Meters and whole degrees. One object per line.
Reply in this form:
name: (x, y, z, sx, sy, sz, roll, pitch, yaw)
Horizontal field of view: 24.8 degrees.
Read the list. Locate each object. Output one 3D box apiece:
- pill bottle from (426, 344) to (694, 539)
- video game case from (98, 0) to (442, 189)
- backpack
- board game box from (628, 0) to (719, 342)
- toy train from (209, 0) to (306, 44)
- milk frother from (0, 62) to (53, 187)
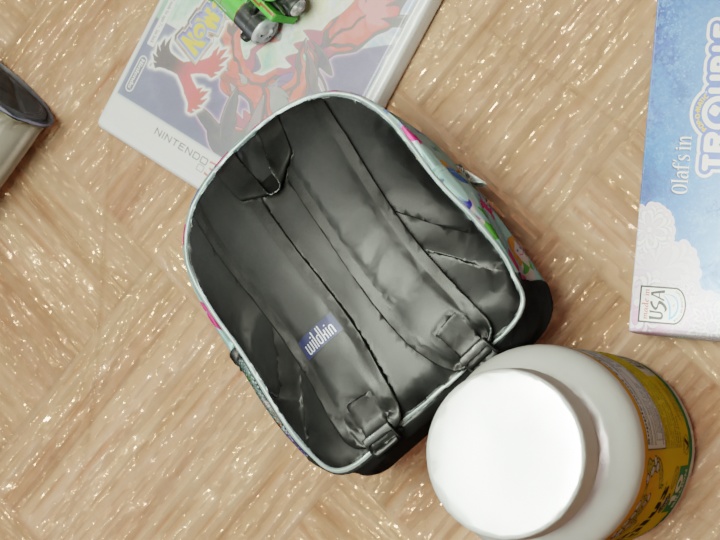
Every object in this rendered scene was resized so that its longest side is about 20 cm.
pill bottle: (0.109, 0.098, 0.891, 0.112, 0.200, 0.114, -2, 84, 23)
video game case: (-0.062, -0.142, 1.084, 0.182, 0.023, 0.201, 32, 97, 22)
backpack: (0.000, 0.000, 0.974, 0.177, 0.150, 0.200, -42, 78, 11)
board game box: (0.259, -0.056, 0.926, 0.197, 0.043, 0.202, 4, 87, 25)
toy train: (-0.109, -0.224, 1.080, 0.200, 0.042, 0.057, 48, 114, 20)
milk frother: (-0.351, -0.088, 1.109, 0.180, 0.200, 0.189, 42, 101, 25)
